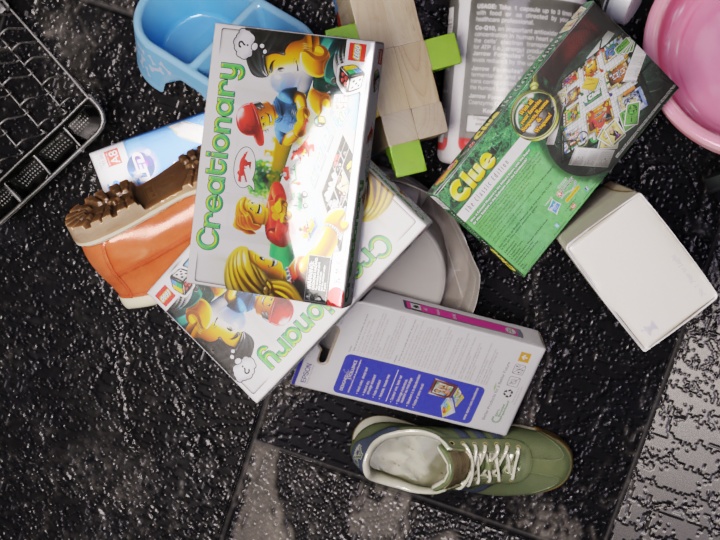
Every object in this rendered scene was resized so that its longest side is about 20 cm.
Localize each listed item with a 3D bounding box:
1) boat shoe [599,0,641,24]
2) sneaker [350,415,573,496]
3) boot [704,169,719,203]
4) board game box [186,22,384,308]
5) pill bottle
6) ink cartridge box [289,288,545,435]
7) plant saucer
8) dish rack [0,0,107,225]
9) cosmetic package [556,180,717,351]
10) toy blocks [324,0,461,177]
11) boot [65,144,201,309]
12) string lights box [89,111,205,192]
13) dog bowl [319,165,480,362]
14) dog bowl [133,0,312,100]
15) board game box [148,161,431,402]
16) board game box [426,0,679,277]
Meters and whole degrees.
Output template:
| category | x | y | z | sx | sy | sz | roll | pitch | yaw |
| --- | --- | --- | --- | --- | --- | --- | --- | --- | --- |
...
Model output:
| category | x | y | z | sx | sy | sz | roll | pitch | yaw |
| --- | --- | --- | --- | --- | --- | --- | --- | --- | --- |
| boat shoe | 0.228 | -0.307 | 1.129 | 0.071 | 0.072 | 0.200 | 18 | 88 | 11 |
| sneaker | 0.088 | 0.171 | 1.180 | 0.200 | 0.090 | 0.067 | 6 | 97 | 4 |
| boot | 0.406 | -0.028 | 1.136 | 0.200 | 0.076 | 0.168 | -13 | 92 | 0 |
| board game box | -0.057 | -0.080 | 1.016 | 0.126 | 0.035 | 0.200 | 9 | 97 | 14 |
| pill bottle | 0.128 | -0.185 | 1.122 | 0.114 | 0.114 | 0.200 | 5 | 97 | 4 |
| ink cartridge box | 0.048 | 0.075 | 1.143 | 0.200 | 0.037 | 0.095 | 14 | 117 | -15 |
| plant saucer | 0.336 | -0.181 | 1.110 | 0.200 | 0.051 | 0.201 | -4 | 75 | 16 |
| dish rack | -0.334 | -0.157 | 1.194 | 0.153 | 0.055 | 0.200 | -41 | 92 | 7 |
| cosmetic package | 0.215 | -0.009 | 1.092 | 0.073 | 0.200 | 0.104 | -37 | 93 | 6 |
| toy blocks | 0.018 | -0.177 | 1.125 | 0.100 | 0.137 | 0.200 | -15 | 93 | -6 |
| boot | -0.134 | -0.041 | 1.133 | 0.200 | 0.075 | 0.107 | -24 | 117 | 2 |
| string lights box | -0.122 | -0.090 | 1.181 | 0.200 | 0.059 | 0.103 | -19 | 98 | 7 |
| dog bowl | 0.000 | 0.000 | 1.153 | 0.200 | 0.059 | 0.200 | -2 | 117 | -4 |
| dog bowl | -0.110 | -0.184 | 1.128 | 0.200 | 0.050 | 0.111 | 34 | 72 | 25 |
| board game box | -0.057 | -0.010 | 1.067 | 0.126 | 0.035 | 0.200 | 44 | 103 | 5 |
| board game box | 0.154 | -0.104 | 1.070 | 0.105 | 0.023 | 0.200 | 42 | 85 | -19 |
